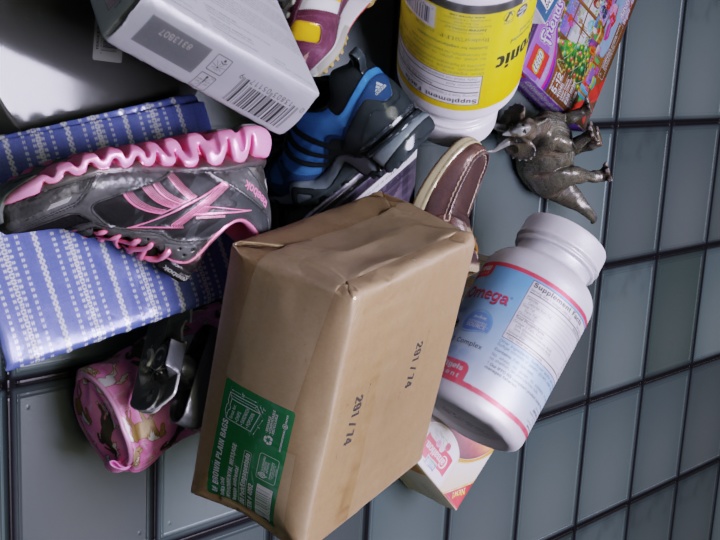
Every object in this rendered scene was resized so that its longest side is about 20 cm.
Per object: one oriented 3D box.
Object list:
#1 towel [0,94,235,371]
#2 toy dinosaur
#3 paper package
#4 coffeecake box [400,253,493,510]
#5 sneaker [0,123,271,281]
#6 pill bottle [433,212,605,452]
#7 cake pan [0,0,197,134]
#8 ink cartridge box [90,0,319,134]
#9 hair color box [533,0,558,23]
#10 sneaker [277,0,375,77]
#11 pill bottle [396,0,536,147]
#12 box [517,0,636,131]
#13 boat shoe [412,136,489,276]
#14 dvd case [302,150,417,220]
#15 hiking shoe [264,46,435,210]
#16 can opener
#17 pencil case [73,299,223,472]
[{"bbox_3d":[-0.167,-0.032,0.718,0.199,0.024,0.146,-20,92,-38],"label":"towel"},{"bbox_3d":[0.198,-0.118,1.110,0.200,0.102,0.077,52,29,-52],"label":"toy dinosaur"},{"bbox_3d":[-0.018,0.065,0.775,0.190,0.103,0.201,-23,131,-56],"label":"paper package"},{"bbox_3d":[0.090,0.105,1.060,0.200,0.073,0.154,-54,132,-20],"label":"coffeecake box"},{"bbox_3d":[-0.135,-0.036,0.689,0.199,0.079,0.096,-15,101,-37],"label":"sneaker"},{"bbox_3d":[0.140,0.052,0.968,0.109,0.108,0.201,47,67,-41],"label":"pill bottle"},{"bbox_3d":[-0.185,-0.161,0.740,0.199,0.037,0.202,-14,110,-42],"label":"cake pan"},{"bbox_3d":[-0.120,-0.201,0.725,0.057,0.201,0.162,-42,144,21],"label":"ink cartridge box"},{"bbox_3d":[0.093,-0.302,0.933,0.200,0.100,0.061,44,69,-42],"label":"hair color box"},{"bbox_3d":[-0.043,-0.222,0.849,0.090,0.075,0.201,49,60,-31],"label":"sneaker"},{"bbox_3d":[0.086,-0.198,0.907,0.111,0.111,0.200,-46,160,-26],"label":"pill bottle"},{"bbox_3d":[0.222,-0.264,1.115,0.137,0.039,0.201,30,80,-44],"label":"box"},{"bbox_3d":[0.076,-0.017,0.952,0.201,0.072,0.072,-65,154,4],"label":"boat shoe"},{"bbox_3d":[0.000,0.000,0.927,0.149,0.016,0.201,-43,147,-39],"label":"dvd case"},{"bbox_3d":[-0.025,-0.108,0.816,0.074,0.200,0.087,-46,106,-33],"label":"hiking shoe"},{"bbox_3d":[-0.121,0.017,0.788,0.067,0.053,0.201,32,54,-34],"label":"can opener"},{"bbox_3d":[-0.124,0.081,0.835,0.199,0.086,0.083,-24,138,-38],"label":"pencil case"}]
